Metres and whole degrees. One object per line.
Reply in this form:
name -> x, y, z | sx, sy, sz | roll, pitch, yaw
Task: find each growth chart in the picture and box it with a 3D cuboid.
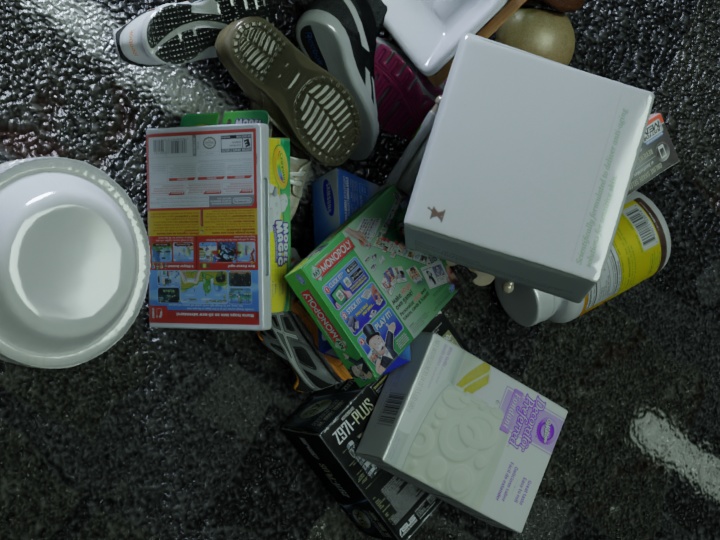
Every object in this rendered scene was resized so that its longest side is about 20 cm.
growth chart -> 0.119, -0.074, 1.752 | 0.200, 0.018, 0.145 | 35, 102, -15

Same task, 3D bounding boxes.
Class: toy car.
toy car -> 0.180, -0.263, 1.814 | 0.164, 0.157, 0.201 | -4, 103, -41

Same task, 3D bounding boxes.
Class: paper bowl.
paper bowl -> -0.293, -0.007, 1.553 | 0.200, 0.104, 0.202 | 0, 91, -32

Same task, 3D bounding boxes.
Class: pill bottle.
pill bottle -> 0.253, -0.011, 1.879 | 0.199, 0.109, 0.110 | -26, 104, -28

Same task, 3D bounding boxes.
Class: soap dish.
soap dish -> 0.076, -0.318, 1.711 | 0.200, 0.157, 0.081 | 53, 37, 7

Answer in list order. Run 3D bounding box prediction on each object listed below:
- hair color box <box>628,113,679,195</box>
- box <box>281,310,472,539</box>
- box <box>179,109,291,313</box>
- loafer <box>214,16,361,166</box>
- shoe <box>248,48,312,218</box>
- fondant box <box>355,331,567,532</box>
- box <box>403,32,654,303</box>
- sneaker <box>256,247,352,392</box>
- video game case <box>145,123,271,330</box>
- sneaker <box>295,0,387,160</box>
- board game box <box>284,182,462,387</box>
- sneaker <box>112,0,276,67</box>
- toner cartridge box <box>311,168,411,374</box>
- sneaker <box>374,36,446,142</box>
hair color box -> 0.242, -0.118, 1.817 | 0.111, 0.200, 0.064 | -33, 107, -27
box -> 0.043, 0.165, 1.769 | 0.200, 0.086, 0.164 | -45, 113, -22
box -> -0.128, -0.059, 1.643 | 0.048, 0.117, 0.201 | -6, 96, -59
loafer -> -0.072, -0.184, 1.638 | 0.076, 0.067, 0.200 | -48, 126, -9
shoe -> -0.085, -0.136, 1.690 | 0.070, 0.053, 0.201 | 8, 80, -36
fondant box -> 0.109, 0.170, 1.726 | 0.200, 0.058, 0.145 | 31, 75, -29
box -> 0.161, -0.096, 1.616 | 0.199, 0.171, 0.200 | 17, 83, 5
sneaker -> -0.081, 0.042, 1.701 | 0.200, 0.077, 0.078 | 57, 25, -2
video game case -> -0.151, -0.043, 1.620 | 0.017, 0.142, 0.201 | -3, 93, -59
sneaker -> -0.001, -0.218, 1.703 | 0.112, 0.073, 0.200 | -59, 151, -33
board game box -> 0.017, 0.011, 1.663 | 0.135, 0.029, 0.200 | 55, 40, -7
sneaker -> -0.165, -0.245, 1.648 | 0.200, 0.080, 0.074 | -15, 99, -48
toner cartridge box -> 0.000, 0.000, 1.709 | 0.095, 0.043, 0.201 | 22, 53, -39
sneaker -> 0.061, -0.183, 1.783 | 0.200, 0.081, 0.088 | 43, 26, -10
